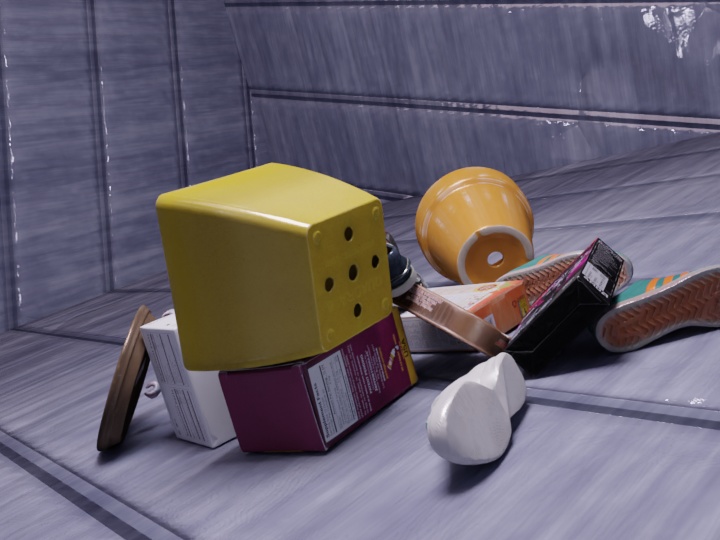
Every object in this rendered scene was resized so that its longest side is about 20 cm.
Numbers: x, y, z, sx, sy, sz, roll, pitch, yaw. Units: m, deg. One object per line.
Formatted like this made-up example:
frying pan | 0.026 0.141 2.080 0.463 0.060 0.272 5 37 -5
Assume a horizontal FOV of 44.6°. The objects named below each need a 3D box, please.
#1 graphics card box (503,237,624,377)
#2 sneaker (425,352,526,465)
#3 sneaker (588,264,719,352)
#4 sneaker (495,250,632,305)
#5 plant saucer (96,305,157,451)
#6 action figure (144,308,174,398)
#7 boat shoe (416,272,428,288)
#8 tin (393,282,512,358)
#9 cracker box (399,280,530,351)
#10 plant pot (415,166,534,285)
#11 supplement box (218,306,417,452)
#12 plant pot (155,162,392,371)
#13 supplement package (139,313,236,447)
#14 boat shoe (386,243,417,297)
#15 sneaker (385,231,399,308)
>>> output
graphics card box | 0.244 0.039 1.034 0.125 0.051 0.200 -49 -5 25
sneaker | 0.094 0.141 0.834 0.088 0.075 0.200 -26 -2 26
sneaker | 0.354 0.032 0.991 0.200 0.071 0.080 -17 13 5
sneaker | 0.289 0.003 1.235 0.200 0.071 0.080 -11 14 34
plant saucer | -0.308 0.146 1.172 0.029 0.200 0.200 17 6 -7
action figure | -0.218 0.128 1.247 0.149 0.134 0.200 8 -15 -2
boat shoe | 0.079 0.033 1.479 0.074 0.068 0.199 -16 9 4
tin | 0.102 0.055 1.074 0.200 0.042 0.112 28 -6 42
cracker box | 0.120 0.066 1.237 0.200 0.058 0.134 -6 15 46
plant pot | 0.202 -0.049 1.450 0.200 0.200 0.183 -16 25 1
supplement box | -0.044 0.124 1.022 0.131 0.103 0.200 -9 10 37
plant pot | -0.077 -0.005 0.966 0.176 0.200 0.200 4 19 35
supplement package | -0.153 0.110 1.130 0.200 0.156 0.111 -23 11 -35
boat shoe | -0.016 -0.017 1.090 0.075 0.062 0.200 -43 35 -21
sneaker | 0.000 0.000 1.181 0.076 0.116 0.200 -9 -3 27
